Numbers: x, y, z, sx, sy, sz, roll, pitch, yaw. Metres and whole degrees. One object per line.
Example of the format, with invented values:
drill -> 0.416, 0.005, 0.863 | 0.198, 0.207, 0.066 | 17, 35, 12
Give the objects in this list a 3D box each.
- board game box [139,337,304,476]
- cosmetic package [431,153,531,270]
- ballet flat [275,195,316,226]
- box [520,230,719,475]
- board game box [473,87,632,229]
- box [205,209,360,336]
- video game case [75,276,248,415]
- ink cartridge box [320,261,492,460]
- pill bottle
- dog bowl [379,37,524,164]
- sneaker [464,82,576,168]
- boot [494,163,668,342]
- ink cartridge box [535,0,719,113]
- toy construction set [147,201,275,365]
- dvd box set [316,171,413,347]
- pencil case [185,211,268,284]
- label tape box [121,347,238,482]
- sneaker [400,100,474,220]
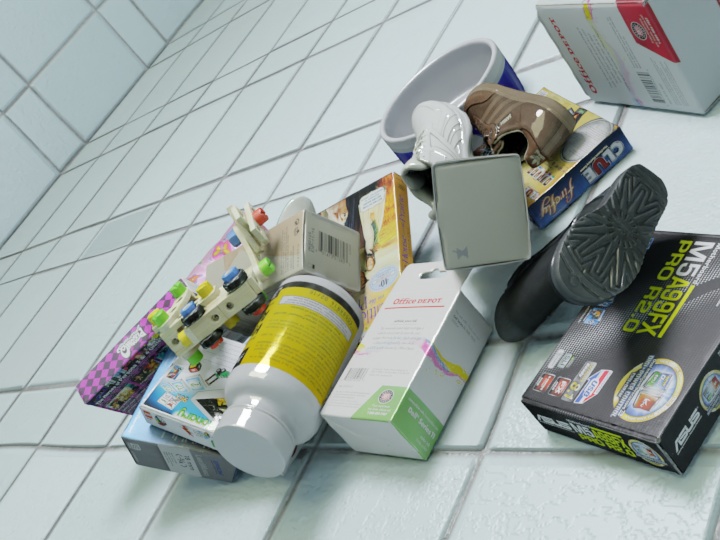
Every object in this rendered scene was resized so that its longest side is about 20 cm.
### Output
board game box -> -0.140, 0.146, 1.131 | 0.197, 0.035, 0.127 | 15, 50, 27
cosmetic package -> 0.120, -0.065, 1.004 | 0.085, 0.106, 0.200 | -6, 7, 6
ballet flat -> -0.089, 0.006, 1.290 | 0.070, 0.068, 0.204 | -128, 55, -64
box -> 0.245, 0.057, 0.815 | 0.201, 0.044, 0.159 | -52, 26, -16
board game box -> 0.214, -0.137, 1.157 | 0.135, 0.035, 0.200 | -41, 26, 5
box -> -0.097, 0.009, 1.184 | 0.198, 0.094, 0.079 | -24, 56, 41
video game case -> -0.246, 0.110, 1.294 | 0.200, 0.181, 0.036 | -45, 63, 7
ink cartridge box -> 0.057, 0.087, 1.013 | 0.116, 0.067, 0.202 | -5, 46, 50
pill bottle -> -0.077, 0.111, 1.043 | 0.110, 0.112, 0.202 | -19, 33, 40
dog bowl -> 0.126, -0.222, 1.359 | 0.198, 0.079, 0.202 | -34, 28, 20
sneaker -> 0.165, -0.167, 1.153 | 0.076, 0.070, 0.199 | -52, 25, -6
boot -> 0.171, 0.010, 0.877 | 0.164, 0.066, 0.200 | -41, -2, -35
ink cartridge box -> 0.304, -0.262, 1.086 | 0.083, 0.146, 0.199 | -44, 26, -8
toy construction set -> -0.160, 0.023, 1.117 | 0.201, 0.091, 0.131 | -52, 14, 13
dvd box set -> 0.000, 0.000, 1.179 | 0.145, 0.029, 0.204 | -25, 55, 36
pencil case -> -0.208, 0.008, 1.498 | 0.087, 0.088, 0.201 | -3, 46, 52
label tape box -> -0.164, 0.173, 1.182 | 0.196, 0.064, 0.146 | 6, 47, 19
sneaker -> 0.089, -0.136, 1.185 | 0.079, 0.097, 0.202 | 111, 149, -41
